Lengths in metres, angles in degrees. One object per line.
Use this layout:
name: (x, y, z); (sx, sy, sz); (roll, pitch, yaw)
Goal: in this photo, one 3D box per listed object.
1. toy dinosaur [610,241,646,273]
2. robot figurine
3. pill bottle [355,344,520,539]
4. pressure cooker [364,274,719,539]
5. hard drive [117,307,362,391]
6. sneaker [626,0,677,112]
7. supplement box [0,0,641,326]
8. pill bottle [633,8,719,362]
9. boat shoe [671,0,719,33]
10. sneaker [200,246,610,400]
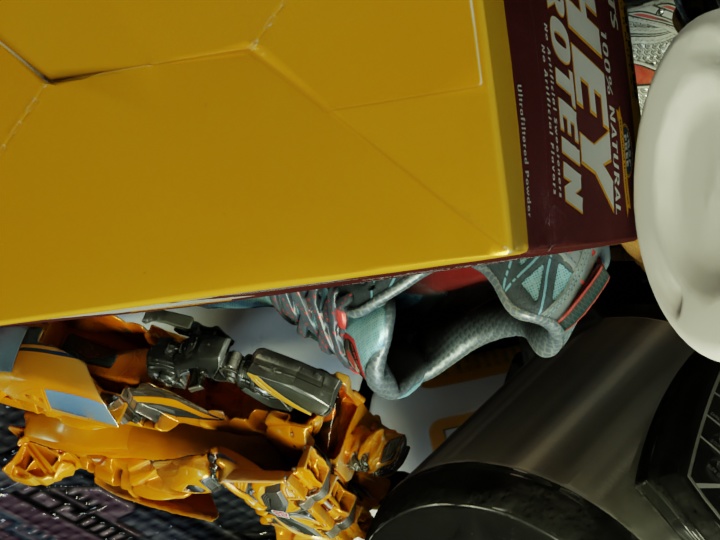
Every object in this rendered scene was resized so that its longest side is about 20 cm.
toy dinosaur: (0.136, -0.008, 1.038); (0.199, 0.106, 0.061); (25, 104, -21)
robot figurine: (-0.072, 0.066, 1.062); (0.199, 0.059, 0.145); (10, 156, 29)
pill bottle: (0.067, 0.092, 1.189); (0.198, 0.112, 0.111); (-12, 148, 1)
pressure cooker: (0.112, 0.107, 1.037); (0.178, 0.200, 0.177); (20, 129, 30)
hard drive: (-0.050, -0.006, 1.091); (0.131, 0.027, 0.200); (-2, 147, -12)
sneaker: (0.107, -0.090, 0.955); (0.199, 0.078, 0.082); (19, 136, -38)
supplement box: (-0.028, -0.060, 0.812); (0.196, 0.134, 0.200); (-8, 179, 17)
pill bottle: (0.197, -0.029, 0.830); (0.198, 0.112, 0.112); (-2, 147, -22)
boat shoe: (0.136, -0.078, 0.900); (0.090, 0.202, 0.071); (19, 171, -30)
sneaker: (0.000, 0.000, 0.973); (0.199, 0.096, 0.079); (-8, 145, 33)
